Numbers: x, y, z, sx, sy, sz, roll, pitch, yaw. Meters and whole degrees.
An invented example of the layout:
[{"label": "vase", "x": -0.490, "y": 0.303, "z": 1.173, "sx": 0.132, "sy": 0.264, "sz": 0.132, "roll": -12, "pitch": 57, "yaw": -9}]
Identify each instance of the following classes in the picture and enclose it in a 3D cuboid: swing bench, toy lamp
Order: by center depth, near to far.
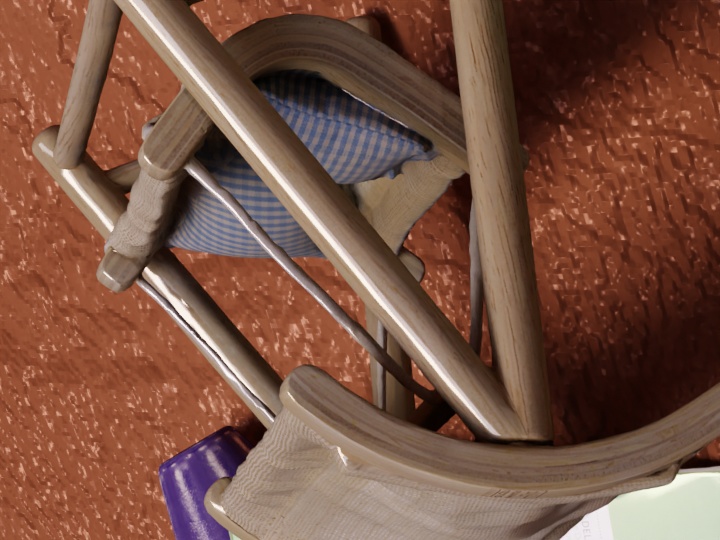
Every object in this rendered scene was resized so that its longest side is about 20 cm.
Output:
[{"label": "swing bench", "x": 0.000, "y": 0.000, "z": 0.813, "sx": 0.199, "sy": 0.129, "sz": 0.201, "roll": 123, "pitch": 125, "yaw": -72}, {"label": "toy lamp", "x": -0.017, "y": 0.156, "z": 1.057, "sx": 0.058, "sy": 0.058, "sz": 0.201, "roll": -28, "pitch": 90, "yaw": 52}]

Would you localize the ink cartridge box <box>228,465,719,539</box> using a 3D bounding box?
[{"label": "ink cartridge box", "x": 0.058, "y": 0.136, "z": 0.959, "sx": 0.199, "sy": 0.048, "sz": 0.146, "roll": -7, "pitch": 101, "yaw": 25}]
